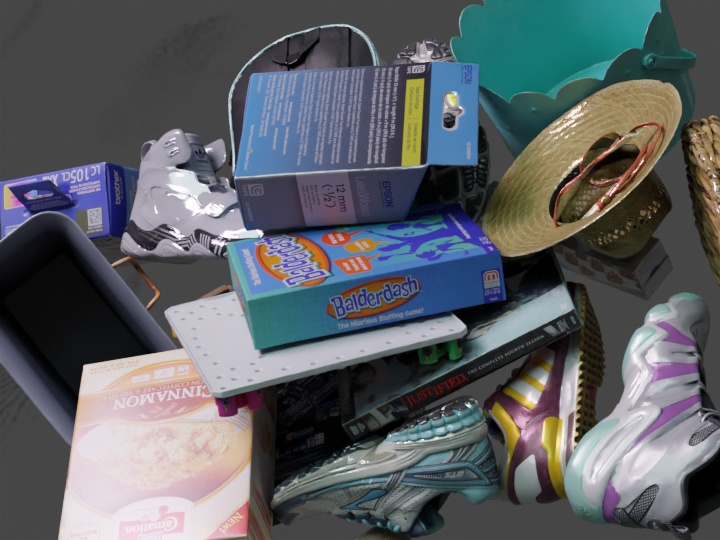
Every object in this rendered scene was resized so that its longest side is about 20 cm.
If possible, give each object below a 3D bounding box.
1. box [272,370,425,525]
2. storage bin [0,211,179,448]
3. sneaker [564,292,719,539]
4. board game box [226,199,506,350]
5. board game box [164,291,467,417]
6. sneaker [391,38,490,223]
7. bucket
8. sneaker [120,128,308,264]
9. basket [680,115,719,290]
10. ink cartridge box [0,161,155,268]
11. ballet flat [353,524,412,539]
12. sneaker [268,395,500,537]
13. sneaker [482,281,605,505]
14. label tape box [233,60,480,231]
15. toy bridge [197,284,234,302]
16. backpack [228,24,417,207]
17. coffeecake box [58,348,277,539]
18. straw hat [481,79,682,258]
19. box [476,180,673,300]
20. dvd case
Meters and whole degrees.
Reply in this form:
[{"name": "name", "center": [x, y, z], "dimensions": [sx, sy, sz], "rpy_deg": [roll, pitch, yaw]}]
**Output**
[{"name": "box", "center": [-0.044, 0.129, 1.389], "dimensions": [0.199, 0.046, 0.159], "rpy_deg": [-21, 40, 16]}, {"name": "storage bin", "center": [-0.249, 0.052, 1.489], "dimensions": [0.145, 0.200, 0.134], "rpy_deg": [-39, 1, -7]}, {"name": "sneaker", "center": [0.249, 0.110, 1.191], "dimensions": [0.140, 0.078, 0.200], "rpy_deg": [12, 61, 36]}, {"name": "board game box", "center": [0.000, 0.000, 1.316], "dimensions": [0.199, 0.045, 0.152], "rpy_deg": [-12, 20, -8]}, {"name": "board game box", "center": [-0.039, 0.049, 1.304], "dimensions": [0.199, 0.026, 0.200], "rpy_deg": [-13, 20, -13]}, {"name": "sneaker", "center": [0.082, -0.116, 1.479], "dimensions": [0.077, 0.080, 0.201], "rpy_deg": [-16, 57, 15]}, {"name": "bucket", "center": [0.196, -0.180, 1.471], "dimensions": [0.207, 0.135, 0.208], "rpy_deg": [-18, 42, 17]}, {"name": "sneaker", "center": [-0.128, -0.064, 1.445], "dimensions": [0.199, 0.075, 0.115], "rpy_deg": [1, 85, 36]}, {"name": "basket", "center": [0.329, -0.039, 1.207], "dimensions": [0.148, 0.143, 0.200], "rpy_deg": [-13, 41, 7]}, {"name": "ink cartridge box", "center": [-0.256, -0.052, 1.603], "dimensions": [0.136, 0.200, 0.077], "rpy_deg": [-8, 83, 28]}, {"name": "ballet flat", "center": [-0.016, 0.258, 1.220], "dimensions": [0.068, 0.067, 0.200], "rpy_deg": [-2, 48, 33]}, {"name": "sneaker", "center": [0.016, 0.169, 1.245], "dimensions": [0.200, 0.087, 0.078], "rpy_deg": [-26, -3, 32]}, {"name": "sneaker", "center": [0.138, 0.090, 1.281], "dimensions": [0.090, 0.075, 0.200], "rpy_deg": [-9, 44, 21]}, {"name": "label tape box", "center": [0.002, -0.106, 1.382], "dimensions": [0.199, 0.066, 0.144], "rpy_deg": [-2, 43, 6]}, {"name": "toy bridge", "center": [-0.093, 0.042, 1.489], "dimensions": [0.067, 0.027, 0.200], "rpy_deg": [-29, 20, -11]}, {"name": "backpack", "center": [-0.032, -0.120, 1.542], "dimensions": [0.175, 0.153, 0.201], "rpy_deg": [-20, 66, 20]}, {"name": "coffeecake box", "center": [-0.150, 0.160, 1.314], "dimensions": [0.153, 0.073, 0.200], "rpy_deg": [-9, 45, 8]}, {"name": "straw hat", "center": [0.197, -0.056, 1.306], "dimensions": [0.201, 0.085, 0.201], "rpy_deg": [-39, 23, 20]}, {"name": "box", "center": [0.176, -0.028, 1.404], "dimensions": [0.041, 0.039, 0.200], "rpy_deg": [-48, 41, -17]}, {"name": "dvd case", "center": [0.073, 0.050, 1.308], "dimensions": [0.200, 0.022, 0.146], "rpy_deg": [-28, 24, 10]}]
